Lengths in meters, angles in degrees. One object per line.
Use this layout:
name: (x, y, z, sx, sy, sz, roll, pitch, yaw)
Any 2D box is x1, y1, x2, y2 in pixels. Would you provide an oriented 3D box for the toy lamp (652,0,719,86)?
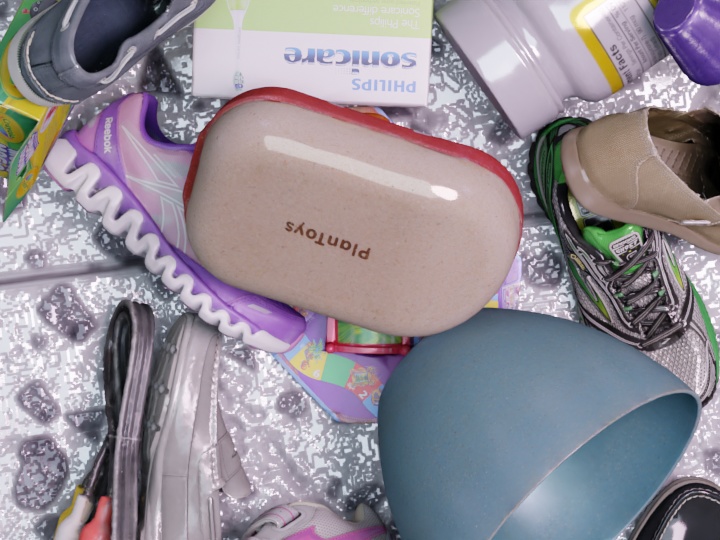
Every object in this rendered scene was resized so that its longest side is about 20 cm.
toy lamp: (0.249, -0.110, 1.610, 0.200, 0.058, 0.058, 32, 94, -35)

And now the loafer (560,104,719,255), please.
loafer: (0.211, -0.056, 1.614, 0.200, 0.067, 0.076, 4, 69, -39)

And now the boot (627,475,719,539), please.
boot: (0.194, 0.237, 1.631, 0.073, 0.154, 0.204, 19, 95, -9)

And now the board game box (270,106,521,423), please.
board game box: (0.000, 0.000, 1.677, 0.158, 0.039, 0.200, -43, 92, 3)

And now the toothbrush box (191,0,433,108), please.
toothbrush box: (-0.026, -0.202, 1.642, 0.145, 0.086, 0.201, 2, 93, 1)

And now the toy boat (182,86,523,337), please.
toy boat: (0.000, -0.049, 1.598, 0.199, 0.131, 0.131, 18, 125, -1)

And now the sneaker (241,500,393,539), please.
sneaker: (-0.053, 0.189, 1.643, 0.081, 0.200, 0.088, -39, 62, 40)

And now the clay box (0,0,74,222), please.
clay box: (-0.182, -0.136, 1.598, 0.048, 0.115, 0.200, 26, 69, 0)

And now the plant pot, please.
plant pot: (0.088, 0.102, 1.623, 0.200, 0.200, 0.135, -46, 67, 3)

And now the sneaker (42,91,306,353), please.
sneaker: (-0.101, -0.034, 1.650, 0.200, 0.080, 0.088, 44, 91, 4)

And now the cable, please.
cable: (-0.160, 0.119, 1.660, 0.050, 0.097, 0.201, 6, 95, -20)

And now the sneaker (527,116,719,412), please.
sneaker: (0.160, 0.001, 1.654, 0.078, 0.085, 0.200, -28, 93, 2)

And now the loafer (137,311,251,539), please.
loafer: (-0.102, 0.127, 1.677, 0.070, 0.070, 0.201, 6, 95, -14)

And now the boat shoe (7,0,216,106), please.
boat shoe: (-0.116, -0.165, 1.535, 0.200, 0.062, 0.073, -45, 109, -28)

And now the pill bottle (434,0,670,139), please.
pill bottle: (0.152, -0.175, 1.629, 0.200, 0.114, 0.114, -35, 93, 2)
